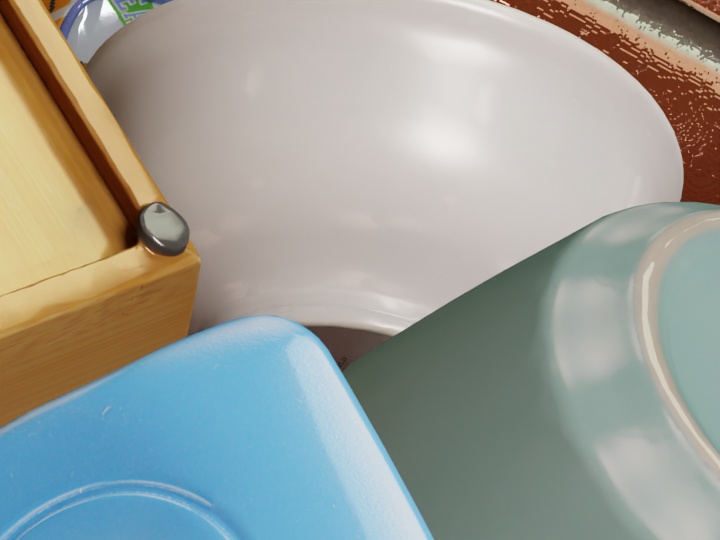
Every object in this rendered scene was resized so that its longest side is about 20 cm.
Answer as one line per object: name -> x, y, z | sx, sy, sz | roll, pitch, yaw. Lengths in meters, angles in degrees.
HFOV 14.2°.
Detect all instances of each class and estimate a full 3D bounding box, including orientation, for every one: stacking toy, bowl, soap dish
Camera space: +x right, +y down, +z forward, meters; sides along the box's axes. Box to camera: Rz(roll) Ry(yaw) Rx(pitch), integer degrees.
stacking toy -> -0.016, 0.110, 0.578 | 0.110, 0.116, 0.200 | 63, 2, 32
bowl -> 0.090, 0.061, 0.705 | 0.200, 0.105, 0.201 | 20, 40, -18
soap dish -> -0.144, -0.037, 0.774 | 0.157, 0.081, 0.201 | -22, 75, -47
bowl -> 0.000, 0.000, 0.911 | 0.200, 0.091, 0.201 | 7, -28, 4

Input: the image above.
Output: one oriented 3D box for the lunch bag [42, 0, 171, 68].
lunch bag -> -0.085, -0.011, 1.034 | 0.160, 0.201, 0.075 | 7, 15, -45
